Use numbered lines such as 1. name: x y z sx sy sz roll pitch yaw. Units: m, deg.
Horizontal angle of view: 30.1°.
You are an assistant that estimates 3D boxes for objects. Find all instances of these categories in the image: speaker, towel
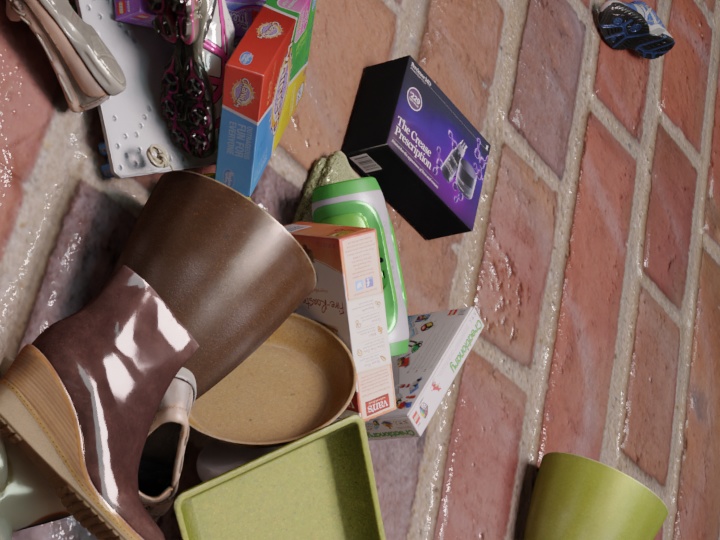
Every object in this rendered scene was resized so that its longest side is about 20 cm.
1. speaker: 0.000 0.000 1.511 0.088 0.088 0.201 -10 90 -53
2. towel: -0.027 -0.029 1.583 0.148 0.036 0.201 49 47 -34

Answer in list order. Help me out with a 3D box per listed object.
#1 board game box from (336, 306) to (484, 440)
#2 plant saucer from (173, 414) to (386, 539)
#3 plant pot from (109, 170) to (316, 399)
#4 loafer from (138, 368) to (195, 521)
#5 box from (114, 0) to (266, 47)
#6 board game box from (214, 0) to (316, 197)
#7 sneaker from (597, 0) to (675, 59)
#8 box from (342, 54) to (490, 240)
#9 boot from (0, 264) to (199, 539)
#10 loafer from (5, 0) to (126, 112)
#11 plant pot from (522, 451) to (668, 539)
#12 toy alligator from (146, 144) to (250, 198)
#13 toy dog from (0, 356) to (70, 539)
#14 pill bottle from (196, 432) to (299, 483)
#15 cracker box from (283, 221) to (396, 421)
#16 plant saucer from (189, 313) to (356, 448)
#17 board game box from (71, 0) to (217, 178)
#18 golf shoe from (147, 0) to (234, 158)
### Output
1. board game box: 0.053 0.121 1.581 0.035 0.126 0.200 60 42 -24
2. plant saucer: -0.077 0.250 1.268 0.199 0.048 0.201 -22 116 -26
3. plant pot: -0.172 0.041 1.284 0.187 0.186 0.200 50 62 -34
4. loafer: -0.192 0.175 1.203 0.071 0.201 0.063 7 37 -18
5. box: -0.175 -0.315 1.403 0.200 0.039 0.138 3 81 -53
6. board game box: -0.097 -0.196 1.394 0.200 0.040 0.154 -69 172 -48
7. sneaker: 0.459 -0.422 2.289 0.200 0.076 0.077 16 48 -50
8. box: 0.075 -0.154 1.711 0.200 0.079 0.142 41 50 -40
9. boot: -0.182 0.117 1.073 0.166 0.072 0.200 -46 107 -28
10. loafer: -0.299 -0.235 1.249 0.200 0.063 0.072 55 12 -22
11. plant pot: 0.293 0.381 1.824 0.187 0.187 0.201 45 65 -38
12. toy alligator: -0.169 -0.069 1.388 0.200 0.054 0.060 38 45 -44
13. toy dog: -0.300 0.181 1.107 0.200 0.139 0.194 -44 110 -34
14. pill bottle: -0.091 0.266 1.363 0.113 0.112 0.201 -37 121 -49
15. cracker box: -0.034 0.053 1.446 0.057 0.134 0.201 -17 105 -38
16. plant saucer: -0.103 0.115 1.353 0.200 0.199 0.036 -49 152 -45
17. board game box: -0.209 -0.202 1.389 0.200 0.026 0.201 -15 94 -52
18. golf shoe: -0.154 -0.212 1.345 0.092 0.072 0.201 -30 128 -44
